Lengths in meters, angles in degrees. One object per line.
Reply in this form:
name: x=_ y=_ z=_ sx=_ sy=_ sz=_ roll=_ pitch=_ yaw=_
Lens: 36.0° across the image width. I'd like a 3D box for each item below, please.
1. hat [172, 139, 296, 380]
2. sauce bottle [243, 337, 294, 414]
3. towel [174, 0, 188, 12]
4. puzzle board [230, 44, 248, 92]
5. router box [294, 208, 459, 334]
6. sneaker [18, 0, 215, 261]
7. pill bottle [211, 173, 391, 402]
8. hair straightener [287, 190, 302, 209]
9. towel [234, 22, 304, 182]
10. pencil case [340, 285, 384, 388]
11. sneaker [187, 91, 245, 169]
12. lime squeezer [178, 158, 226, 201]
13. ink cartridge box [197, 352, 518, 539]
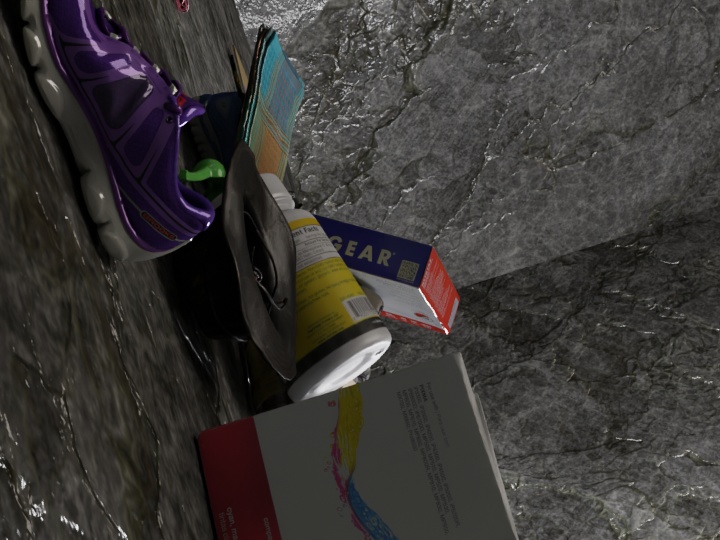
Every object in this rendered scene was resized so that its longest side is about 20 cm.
hat: x=-0.109 y=-0.001 z=0.917 sx=0.201 sy=0.080 sz=0.204 roll=-14 pitch=90 yaw=-80
sauce bottle: x=-0.087 y=0.086 z=1.144 sx=0.201 sy=0.064 sz=0.065 roll=-105 pitch=178 yaw=-48
towel: x=-0.271 y=-0.467 z=1.507 sx=0.145 sy=0.022 sz=0.202 roll=74 pitch=0 yaw=-51
puzzle board: x=-0.232 y=-0.349 z=2.303 sx=0.201 sy=0.017 sz=0.152 roll=71 pitch=3 yaw=-61
router box: x=0.000 y=0.000 z=1.244 sx=0.180 sy=0.197 sz=0.049 roll=52 pitch=56 yaw=-66
sneaker: x=-0.140 y=-0.108 z=0.655 sx=0.081 sy=0.082 sz=0.202 roll=-107 pitch=179 yaw=-68
pill bottle: x=-0.067 y=0.015 z=1.059 sx=0.201 sy=0.113 sz=0.114 roll=56 pitch=-4 yaw=14
hair straightener: x=-0.112 y=-0.020 z=1.376 sx=0.041 sy=0.076 sz=0.202 roll=-89 pitch=-177 yaw=-56
towel: x=-0.102 y=-0.145 z=1.212 sx=0.147 sy=0.021 sz=0.203 roll=58 pitch=40 yaw=-69
pencil case: x=-0.021 y=0.107 z=1.182 sx=0.089 sy=0.077 sz=0.202 roll=44 pitch=44 yaw=-44
sneaker: x=-0.132 y=-0.112 z=1.285 sx=0.079 sy=0.088 sz=0.202 roll=-103 pitch=176 yaw=-68
lime squeezer: x=-0.148 y=-0.070 z=1.146 sx=0.201 sy=0.037 sz=0.071 roll=74 pitch=0 yaw=-60
ink cartridge box: x=0.006 y=0.174 z=0.803 sx=0.146 sy=0.197 sz=0.146 roll=71 pitch=1 yaw=-63
